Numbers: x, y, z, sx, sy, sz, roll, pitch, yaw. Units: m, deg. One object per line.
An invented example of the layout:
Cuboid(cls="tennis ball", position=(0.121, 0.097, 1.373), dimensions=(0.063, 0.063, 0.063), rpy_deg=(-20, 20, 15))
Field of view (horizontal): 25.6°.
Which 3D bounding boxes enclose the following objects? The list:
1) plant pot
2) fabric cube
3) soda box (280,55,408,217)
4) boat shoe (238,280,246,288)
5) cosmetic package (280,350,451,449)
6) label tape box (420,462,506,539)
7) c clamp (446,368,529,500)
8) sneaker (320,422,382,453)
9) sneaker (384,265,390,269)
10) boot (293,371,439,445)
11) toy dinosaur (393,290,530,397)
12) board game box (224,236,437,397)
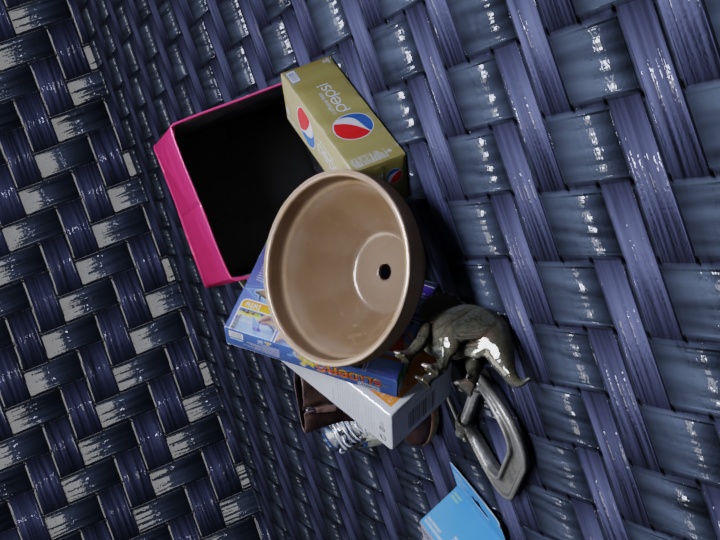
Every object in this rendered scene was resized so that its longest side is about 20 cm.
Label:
Cuboid(cls="plant pot", position=(0.000, 0.000, 1.653), dimensions=(0.200, 0.092, 0.203), rpy_deg=(-4, 84, 39))
Cuboid(cls="fabric cube", position=(-0.120, -0.104, 1.919), dimensions=(0.201, 0.195, 0.199), rpy_deg=(69, 165, -2))
Cuboid(cls="soda box", position=(-0.019, -0.149, 1.748), dimensions=(0.068, 0.064, 0.200), rpy_deg=(83, 160, -44))
Cuboid(cls="boat shoe", position=(-0.130, 0.067, 2.465), dimensions=(0.072, 0.060, 0.202), rpy_deg=(89, 155, -54))
Cuboid(cls="cosmetic package", position=(-0.004, 0.093, 1.761), dimensions=(0.200, 0.101, 0.072), rpy_deg=(36, 152, 26))
Cuboid(cls="label tape box", position=(0.130, 0.354, 1.909), dimensions=(0.143, 0.066, 0.201), rpy_deg=(47, 156, 55))
Cuboid(cls="c clamp", position=(0.130, 0.165, 1.718), dimensions=(0.200, 0.027, 0.172), rpy_deg=(107, 140, -68))
Cuboid(cls="sneaker", position=(-0.006, 0.219, 2.177), dimensions=(0.078, 0.085, 0.200), rpy_deg=(67, 165, 7))
Cuboid(cls="sneaker", position=(0.002, -0.012, 1.827), dimensions=(0.201, 0.080, 0.074), rpy_deg=(92, 153, -57))
Cuboid(cls="boot", position=(0.005, 0.156, 1.883), dimensions=(0.072, 0.165, 0.201), rpy_deg=(-127, 21, -45))
Cuboid(cls="toy dinosaur", position=(0.101, 0.068, 1.573), dimensions=(0.077, 0.103, 0.200), rpy_deg=(44, 161, -24))
Cuboid(cls="board game box", position=(-0.031, 0.046, 1.723), dimensions=(0.198, 0.136, 0.035), rpy_deg=(17, 147, 12))
